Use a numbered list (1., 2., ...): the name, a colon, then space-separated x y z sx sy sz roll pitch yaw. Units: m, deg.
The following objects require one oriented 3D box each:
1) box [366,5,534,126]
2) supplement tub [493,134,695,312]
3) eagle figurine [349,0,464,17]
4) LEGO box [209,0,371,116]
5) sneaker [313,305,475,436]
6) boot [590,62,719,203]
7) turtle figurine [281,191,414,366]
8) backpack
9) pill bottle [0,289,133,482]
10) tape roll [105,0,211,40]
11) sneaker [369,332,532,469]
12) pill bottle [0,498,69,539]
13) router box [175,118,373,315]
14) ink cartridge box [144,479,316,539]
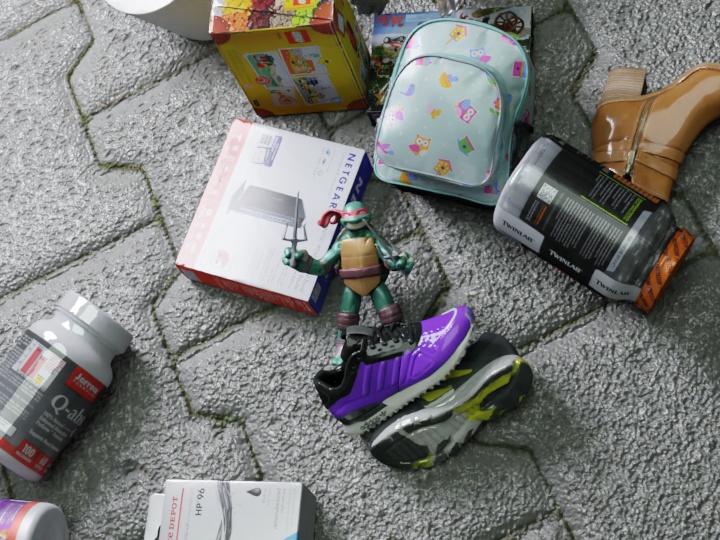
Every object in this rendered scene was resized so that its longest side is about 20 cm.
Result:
1. box: 0.110 -0.248 1.642 0.197 0.038 0.138 -1 68 13
2. supplement tub: 0.254 -0.048 1.469 0.199 0.123 0.123 34 78 15
3. eagle figurine: 0.067 -0.390 1.650 0.151 0.201 0.152 40 117 -11
4. LEGO box: -0.078 -0.268 1.606 0.147 0.200 0.078 -3 67 12
5. sneaker: 0.029 0.090 1.449 0.200 0.070 0.100 -39 107 19
6. boot: 0.355 -0.151 1.519 0.197 0.077 0.157 7 68 19
7. turtle figurine: 0.000 0.000 1.503 0.148 0.101 0.203 -6 101 25
8. backpack: 0.109 -0.183 1.526 0.174 0.153 0.203 14 89 17
9. pill bottle: -0.358 0.130 1.554 0.115 0.116 0.201 31 78 23
10. tape roll: -0.225 -0.403 1.698 0.200 0.139 0.206 -4 82 29
11. sneaker: 0.095 0.143 1.475 0.199 0.075 0.085 -31 35 8
12. pill bottle: -0.435 0.308 1.501 0.197 0.112 0.113 2 68 14
13. router box: -0.101 -0.067 1.611 0.177 0.049 0.202 14 72 19
14. ink cartridge box: -0.154 0.291 1.464 0.197 0.068 0.118 -1 67 13
